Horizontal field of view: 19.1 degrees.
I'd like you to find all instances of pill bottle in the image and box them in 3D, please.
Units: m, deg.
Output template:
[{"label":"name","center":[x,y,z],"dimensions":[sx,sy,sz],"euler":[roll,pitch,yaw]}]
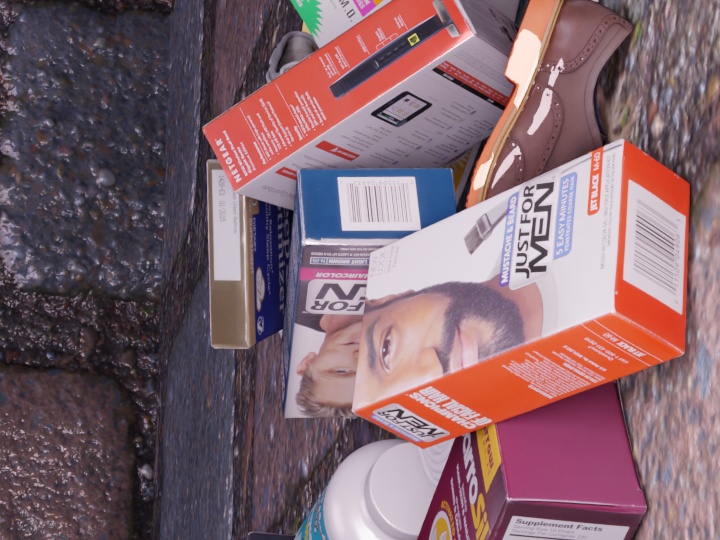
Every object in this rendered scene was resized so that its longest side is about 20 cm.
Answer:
[{"label":"pill bottle","center":[0.018,0.194,1.591],"dimensions":[0.200,0.110,0.112],"euler":[119,154,-61]}]

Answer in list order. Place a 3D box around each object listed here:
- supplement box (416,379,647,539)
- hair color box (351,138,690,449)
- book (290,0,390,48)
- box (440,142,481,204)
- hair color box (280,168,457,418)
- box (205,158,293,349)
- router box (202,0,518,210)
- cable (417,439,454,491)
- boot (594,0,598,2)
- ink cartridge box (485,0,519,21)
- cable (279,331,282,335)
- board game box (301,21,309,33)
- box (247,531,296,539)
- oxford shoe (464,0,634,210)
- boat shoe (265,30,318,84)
[{"label":"supplement box","center":[0.096,0.160,1.292],"dimensions":[0.111,0.085,0.201],"euler":[-96,17,-44]},{"label":"hair color box","center":[0.088,0.017,1.200],"dimensions":[0.199,0.064,0.112],"euler":[-26,47,42]},{"label":"book","center":[0.010,-0.221,1.370],"dimensions":[0.134,0.048,0.200],"euler":[57,146,-1]},{"label":"box","center":[0.024,-0.096,1.692],"dimensions":[0.201,0.101,0.113],"euler":[109,161,-48]},{"label":"hair color box","center":[0.003,0.018,1.377],"dimensions":[0.201,0.099,0.061],"euler":[98,170,-54]},{"label":"box","center":[-0.066,-0.020,1.461],"dimensions":[0.200,0.032,0.122],"euler":[-31,-60,-79]},{"label":"router box","center":[0.018,-0.104,1.370],"dimensions":[0.049,0.179,0.200],"euler":[62,-165,14]},{"label":"cable","center":[0.085,0.062,1.423],"dimensions":[0.200,0.069,0.201],"euler":[-127,43,-72]},{"label":"boot","center":[0.088,-0.243,1.354],"dimensions":[0.072,0.143,0.202],"euler":[-159,73,-76]},{"label":"ink cartridge box","center":[0.064,-0.210,1.477],"dimensions":[0.048,0.145,0.201],"euler":[32,131,26]},{"label":"cable","center":[0.000,0.000,1.601],"dimensions":[0.200,0.069,0.201],"euler":[-24,96,52]},{"label":"board game box","center":[0.012,-0.227,1.798],"dimensions":[0.134,0.034,0.202],"euler":[15,103,41]},{"label":"box","center":[-0.044,0.351,1.718],"dimensions":[0.200,0.117,0.198],"euler":[-102,21,-56]},{"label":"oxford shoe","center":[0.110,-0.068,1.300],"dimensions":[0.071,0.072,0.201],"euler":[-48,-25,-78]},{"label":"boat shoe","center":[-0.038,-0.141,1.594],"dimensions":[0.202,0.074,0.065],"euler":[-120,32,-80]}]
